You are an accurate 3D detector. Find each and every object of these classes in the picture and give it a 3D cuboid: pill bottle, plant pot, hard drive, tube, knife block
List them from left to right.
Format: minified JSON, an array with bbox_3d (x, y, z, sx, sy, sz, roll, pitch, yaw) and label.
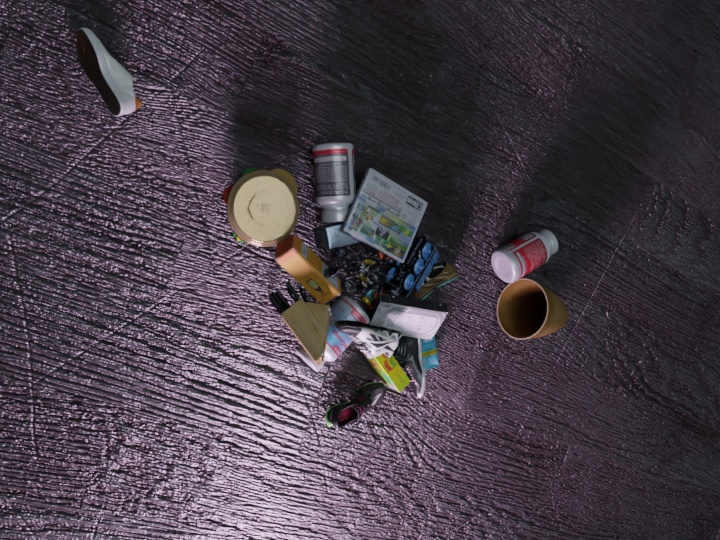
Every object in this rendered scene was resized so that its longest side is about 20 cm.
[{"bbox_3d":[-0.167,0.132,1.540,0.174,0.064,0.202,6,70,5],"label":"knife block"},{"bbox_3d":[-0.077,0.172,1.614,0.200,0.109,0.109,-47,112,-14],"label":"pill bottle"},{"bbox_3d":[-0.068,-0.230,1.579,0.110,0.110,0.202,-6,97,-25],"label":"pill bottle"},{"bbox_3d":[0.129,0.131,1.677,0.198,0.140,0.038,11,48,-12],"label":"hard drive"},{"bbox_3d":[0.194,0.201,1.786,0.077,0.050,0.202,-10,104,-16],"label":"tube"},{"bbox_3d":[0.517,-0.051,1.876,0.199,0.112,0.113,-27,106,-21],"label":"pill bottle"},{"bbox_3d":[0.566,0.134,1.896,0.199,0.186,0.188,13,90,-39],"label":"plant pot"}]

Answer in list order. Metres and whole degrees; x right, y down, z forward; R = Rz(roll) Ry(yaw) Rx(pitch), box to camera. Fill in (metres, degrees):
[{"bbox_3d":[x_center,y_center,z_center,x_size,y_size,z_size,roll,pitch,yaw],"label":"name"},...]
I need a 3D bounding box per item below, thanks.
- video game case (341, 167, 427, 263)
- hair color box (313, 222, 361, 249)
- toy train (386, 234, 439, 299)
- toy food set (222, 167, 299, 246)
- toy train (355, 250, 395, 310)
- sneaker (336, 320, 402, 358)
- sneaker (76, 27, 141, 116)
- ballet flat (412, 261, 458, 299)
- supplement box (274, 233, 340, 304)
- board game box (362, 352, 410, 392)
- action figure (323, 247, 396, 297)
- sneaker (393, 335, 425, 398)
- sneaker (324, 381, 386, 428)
[{"bbox_3d":[0.067,-0.144,1.592,0.199,0.022,0.184,27,80,-24],"label":"video game case"},{"bbox_3d":[-0.017,-0.107,1.621,0.198,0.099,0.061,-15,99,-24],"label":"hair color box"},{"bbox_3d":[0.147,-0.003,1.693,0.201,0.086,0.114,-59,147,-18],"label":"toy train"},{"bbox_3d":[-0.251,-0.161,1.532,0.196,0.049,0.202,-6,98,-25],"label":"toy food set"},{"bbox_3d":[0.065,0.016,1.697,0.149,0.056,0.202,-9,98,-24],"label":"toy train"},{"bbox_3d":[0.018,0.185,1.565,0.199,0.074,0.089,18,91,-31],"label":"sneaker"},{"bbox_3d":[-0.566,-0.449,1.354,0.085,0.072,0.202,-37,105,-50],"label":"sneaker"},{"bbox_3d":[0.200,0.035,1.765,0.199,0.068,0.073,-32,88,-20],"label":"ballet flat"},{"bbox_3d":[-0.135,-0.001,1.567,0.066,0.069,0.200,-29,123,21],"label":"supplement box"},{"bbox_3d":[0.052,0.243,1.687,0.048,0.101,0.201,-40,110,-16],"label":"board game box"},{"bbox_3d":[0.000,0.000,1.595,0.199,0.102,0.120,19,80,-37],"label":"action figure"},{"bbox_3d":[0.131,0.278,1.749,0.098,0.071,0.202,-7,92,-24],"label":"sneaker"},{"bbox_3d":[-0.004,0.387,1.684,0.199,0.084,0.077,-31,108,-20],"label":"sneaker"}]
